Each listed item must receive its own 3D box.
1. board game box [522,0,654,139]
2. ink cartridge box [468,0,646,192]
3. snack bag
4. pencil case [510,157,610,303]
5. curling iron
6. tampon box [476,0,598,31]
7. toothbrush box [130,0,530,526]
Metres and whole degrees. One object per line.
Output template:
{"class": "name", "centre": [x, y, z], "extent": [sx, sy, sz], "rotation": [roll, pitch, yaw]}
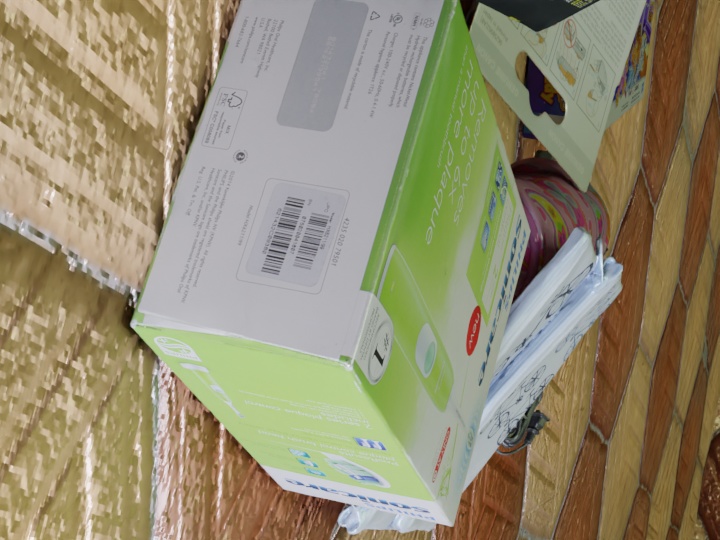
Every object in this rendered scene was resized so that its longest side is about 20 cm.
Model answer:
{"class": "board game box", "centre": [0.163, -0.172, 1.102], "extent": [0.200, 0.045, 0.135], "rotation": [-37, 134, -64]}
{"class": "ink cartridge box", "centre": [0.102, -0.168, 0.860], "extent": [0.162, 0.057, 0.201], "rotation": [39, 69, -50]}
{"class": "snack bag", "centre": [0.071, 0.063, 0.821], "extent": [0.189, 0.021, 0.200], "rotation": [-50, 166, -1]}
{"class": "pencil case", "centre": [0.081, -0.017, 0.873], "extent": [0.200, 0.087, 0.088], "rotation": [-14, 113, -72]}
{"class": "curling iron", "centre": [0.106, 0.021, 1.049], "extent": [0.049, 0.026, 0.201], "rotation": [5, 91, -35]}
{"class": "tampon box", "centre": [0.064, -0.189, 0.577], "extent": [0.150, 0.126, 0.200], "rotation": [66, 18, 8]}
{"class": "toothbrush box", "centre": [0.000, 0.000, 0.634], "extent": [0.200, 0.086, 0.146], "rotation": [64, 40, -63]}
